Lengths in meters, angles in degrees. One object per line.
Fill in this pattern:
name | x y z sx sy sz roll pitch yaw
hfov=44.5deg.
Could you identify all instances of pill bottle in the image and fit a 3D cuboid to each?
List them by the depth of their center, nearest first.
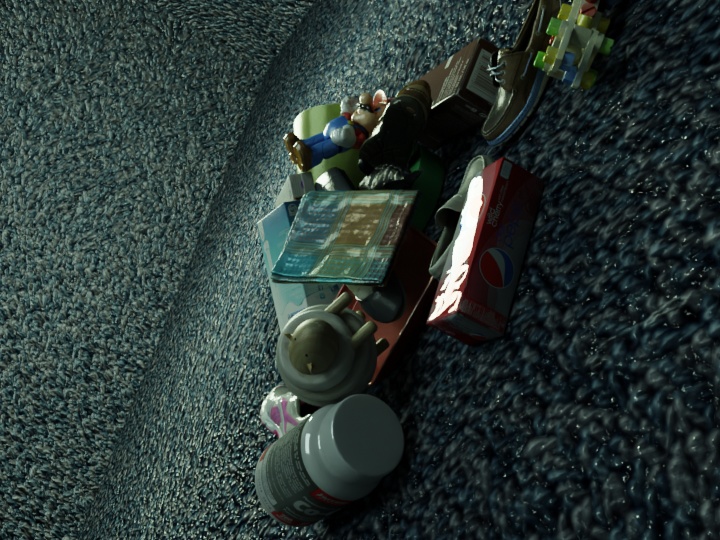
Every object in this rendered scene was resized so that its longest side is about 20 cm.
pill bottle | -0.039 0.229 1.056 0.200 0.113 0.115 -43 26 49

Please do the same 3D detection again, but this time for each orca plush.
orca plush | 0.018 -0.125 1.265 0.105 0.071 0.200 -51 8 0

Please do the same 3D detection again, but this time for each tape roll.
tape roll | 0.055 -0.098 1.364 0.201 0.048 0.201 -52 21 29

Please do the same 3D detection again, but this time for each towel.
towel | -0.023 -0.046 1.163 0.199 0.022 0.148 2 61 40

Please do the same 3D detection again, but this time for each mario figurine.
mario figurine | -0.024 -0.236 1.391 0.124 0.199 0.106 59 163 23

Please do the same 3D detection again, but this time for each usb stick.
usb stick | -0.032 -0.110 1.303 0.055 0.033 0.200 -34 23 3

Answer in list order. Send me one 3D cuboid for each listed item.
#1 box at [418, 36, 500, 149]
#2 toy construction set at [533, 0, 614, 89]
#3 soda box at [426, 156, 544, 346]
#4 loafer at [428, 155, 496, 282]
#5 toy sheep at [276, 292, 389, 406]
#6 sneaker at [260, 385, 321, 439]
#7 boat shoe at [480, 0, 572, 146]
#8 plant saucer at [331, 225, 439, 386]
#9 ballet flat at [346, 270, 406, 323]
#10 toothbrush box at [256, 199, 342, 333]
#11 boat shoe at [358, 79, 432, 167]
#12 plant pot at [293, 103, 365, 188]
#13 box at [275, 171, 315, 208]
box | 0.141 -0.260 1.315 0.101 0.074 0.200 -67 16 -15
toy construction set | 0.261 -0.292 0.984 0.201 0.092 0.131 -56 -7 -1
soda box | 0.141 -0.021 0.987 0.070 0.063 0.201 -28 38 61
loafer | 0.128 -0.066 1.074 0.070 0.069 0.201 -41 28 50
toy sheep | -0.037 0.103 1.084 0.139 0.137 0.200 -67 -20 -14
sneaker | -0.085 0.214 1.282 0.089 0.081 0.200 -59 26 9
boat shoe | 0.202 -0.259 1.135 0.201 0.072 0.072 -61 17 7
plant saucer | 0.037 0.036 1.198 0.201 0.037 0.200 -60 29 7
ballet flat | 0.000 0.000 1.181 0.073 0.073 0.200 -56 30 20
toothbrush box | -0.090 -0.003 1.422 0.146 0.085 0.202 -26 75 63
boat shoe | 0.059 -0.208 1.306 0.074 0.075 0.200 -61 6 -29
plant pot | -0.031 -0.154 1.522 0.187 0.186 0.202 -31 51 59
box | -0.110 -0.119 1.461 0.200 0.038 0.042 140 120 -75
